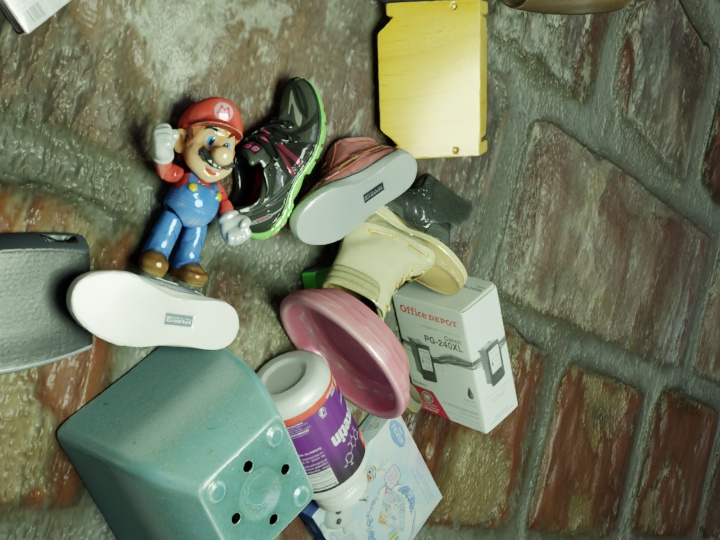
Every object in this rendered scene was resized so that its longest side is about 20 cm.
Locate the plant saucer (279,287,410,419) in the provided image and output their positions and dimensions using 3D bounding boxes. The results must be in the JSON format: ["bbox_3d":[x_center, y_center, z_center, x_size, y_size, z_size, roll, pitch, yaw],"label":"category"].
[{"bbox_3d":[-0.012,0.094,1.075,0.051,0.198,0.203,-44,126,-24],"label":"plant saucer"}]

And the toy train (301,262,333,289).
[{"bbox_3d":[0.000,0.000,1.189,0.198,0.041,0.058,-20,101,-42],"label":"toy train"}]

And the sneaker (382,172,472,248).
[{"bbox_3d":[0.076,-0.094,1.233,0.197,0.060,0.106,27,57,-29],"label":"sneaker"}]

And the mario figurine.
[{"bbox_3d":[-0.173,-0.086,0.944,0.123,0.104,0.204,4,103,-76],"label":"mario figurine"}]

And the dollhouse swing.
[{"bbox_3d":[0.108,-0.273,1.251,0.177,0.176,0.205,-3,103,-2],"label":"dollhouse swing"}]

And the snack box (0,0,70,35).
[{"bbox_3d":[-0.277,-0.319,0.856,0.201,0.024,0.073,-51,128,-27],"label":"snack box"}]

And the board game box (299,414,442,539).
[{"bbox_3d":[0.019,0.334,1.264,0.199,0.043,0.202,-46,127,-29],"label":"board game box"}]

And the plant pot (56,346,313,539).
[{"bbox_3d":[-0.165,0.211,0.945,0.196,0.198,0.199,-39,124,-32],"label":"plant pot"}]

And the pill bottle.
[{"bbox_3d":[-0.059,0.208,1.113,0.112,0.111,0.203,-44,126,-30],"label":"pill bottle"}]

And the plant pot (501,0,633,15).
[{"bbox_3d":[0.301,-0.466,1.329,0.197,0.186,0.191,-23,114,-24],"label":"plant pot"}]

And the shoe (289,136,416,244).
[{"bbox_3d":[-0.027,-0.105,1.107,0.198,0.090,0.073,-33,132,-28],"label":"shoe"}]

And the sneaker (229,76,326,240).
[{"bbox_3d":[-0.101,-0.138,1.033,0.083,0.076,0.204,29,76,-48],"label":"sneaker"}]

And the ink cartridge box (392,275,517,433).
[{"bbox_3d":[0.136,0.113,1.270,0.083,0.144,0.204,-32,119,-33],"label":"ink cartridge box"}]

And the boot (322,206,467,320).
[{"bbox_3d":[0.047,0.014,1.140,0.198,0.072,0.158,34,48,-20],"label":"boot"}]

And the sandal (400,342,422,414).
[{"bbox_3d":[0.047,0.131,1.224,0.053,0.081,0.201,-30,133,9],"label":"sandal"}]

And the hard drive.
[{"bbox_3d":[-0.348,0.036,0.837,0.197,0.042,0.138,-8,103,-44],"label":"hard drive"}]

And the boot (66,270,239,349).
[{"bbox_3d":[-0.230,0.041,0.927,0.198,0.089,0.074,20,86,-43],"label":"boot"}]
